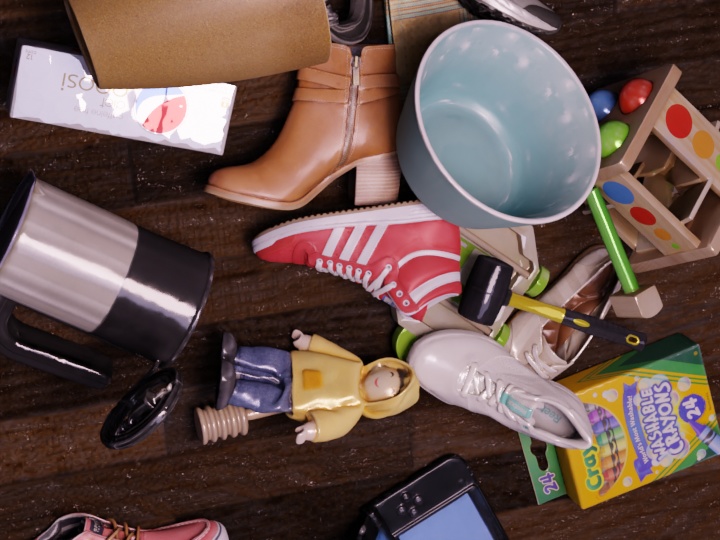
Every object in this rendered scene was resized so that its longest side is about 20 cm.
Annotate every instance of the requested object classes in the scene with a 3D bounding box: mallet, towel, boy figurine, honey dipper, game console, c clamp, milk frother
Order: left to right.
[{"bbox_3d":[-0.245,0.040,1.596,0.187,0.200,0.181,24,100,-19],"label":"milk frother"},{"bbox_3d":[-0.064,0.132,1.755,0.199,0.038,0.038,-11,106,-16],"label":"honey dipper"},{"bbox_3d":[-0.040,0.113,1.714,0.199,0.125,0.065,8,141,-5],"label":"boy figurine"},{"bbox_3d":[-0.035,-0.294,1.607,0.027,0.171,0.201,-4,110,24],"label":"c clamp"},{"bbox_3d":[0.084,0.320,1.797,0.175,0.116,0.201,-31,110,-6],"label":"game console"},{"bbox_3d":[0.097,-0.202,1.725,0.146,0.022,0.201,-10,104,-14],"label":"towel"},{"bbox_3d":[0.194,0.033,1.753,0.199,0.041,0.066,11,97,-16],"label":"mallet"}]

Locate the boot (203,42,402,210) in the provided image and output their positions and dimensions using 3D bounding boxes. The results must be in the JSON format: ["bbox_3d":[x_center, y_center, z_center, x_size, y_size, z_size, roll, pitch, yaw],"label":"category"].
[{"bbox_3d":[-0.053,-0.139,1.676,0.199,0.074,0.156,-5,102,-21],"label":"boot"}]

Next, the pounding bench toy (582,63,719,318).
[{"bbox_3d":[0.260,-0.073,1.708,0.156,0.124,0.201,40,65,-20],"label":"pounding bench toy"}]

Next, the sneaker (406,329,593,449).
[{"bbox_3d":[0.141,0.119,1.735,0.199,0.089,0.076,23,100,-12],"label":"sneaker"}]

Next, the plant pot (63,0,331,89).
[{"bbox_3d":[-0.151,-0.236,1.547,0.199,0.186,0.187,-21,108,-11],"label":"plant pot"}]

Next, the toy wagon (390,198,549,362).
[{"bbox_3d":[0.087,0.020,1.766,0.155,0.040,0.201,33,93,-20],"label":"toy wagon"}]

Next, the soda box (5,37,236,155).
[{"bbox_3d":[-0.218,-0.158,1.626,0.199,0.064,0.069,9,101,-16],"label":"soda box"}]

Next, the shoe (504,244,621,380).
[{"bbox_3d":[0.196,0.057,1.797,0.070,0.053,0.200,39,91,-20],"label":"shoe"}]

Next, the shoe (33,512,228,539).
[{"bbox_3d":[-0.232,0.271,1.721,0.199,0.072,0.091,-25,114,-4],"label":"shoe"}]

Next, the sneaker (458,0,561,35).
[{"bbox_3d":[0.113,-0.285,1.665,0.200,0.074,0.080,33,86,-19],"label":"sneaker"}]

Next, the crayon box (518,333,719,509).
[{"bbox_3d":[0.266,0.161,1.843,0.199,0.052,0.126,-20,108,-9],"label":"crayon box"}]

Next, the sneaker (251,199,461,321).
[{"bbox_3d":[0.000,0.000,1.691,0.199,0.071,0.113,-9,85,4],"label":"sneaker"}]

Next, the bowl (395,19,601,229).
[{"bbox_3d":[0.113,-0.118,1.649,0.200,0.105,0.202,11,64,-25],"label":"bowl"}]
